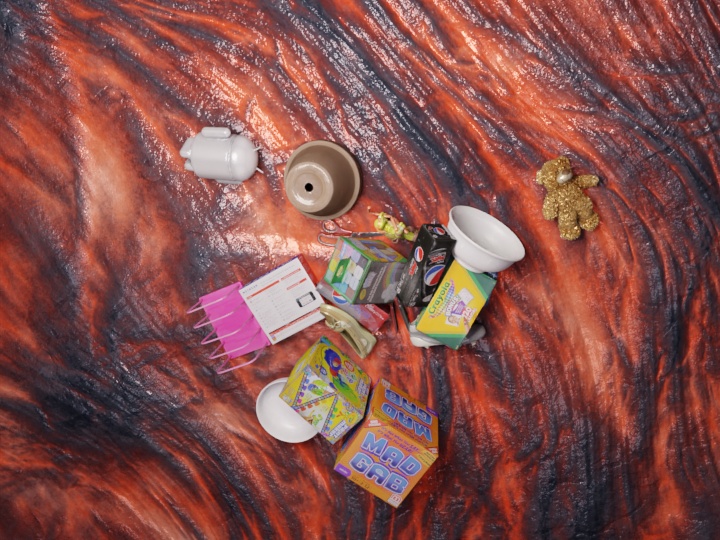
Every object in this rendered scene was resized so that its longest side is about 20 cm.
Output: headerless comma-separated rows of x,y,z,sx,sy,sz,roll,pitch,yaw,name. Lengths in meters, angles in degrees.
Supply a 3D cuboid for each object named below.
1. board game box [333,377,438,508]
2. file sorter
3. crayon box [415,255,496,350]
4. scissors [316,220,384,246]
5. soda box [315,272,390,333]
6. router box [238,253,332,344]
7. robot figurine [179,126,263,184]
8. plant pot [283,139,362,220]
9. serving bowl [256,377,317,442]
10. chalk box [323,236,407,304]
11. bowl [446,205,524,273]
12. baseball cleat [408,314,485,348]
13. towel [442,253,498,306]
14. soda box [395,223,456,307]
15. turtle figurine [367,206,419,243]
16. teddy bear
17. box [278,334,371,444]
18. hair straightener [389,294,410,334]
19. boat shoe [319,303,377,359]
0.075,0.462,1.386,0.199,0.200,0.201,32,109,-2,board game box
-0.364,0.160,1.397,0.138,0.126,0.201,-20,103,14,file sorter
0.233,0.080,1.259,0.118,0.058,0.201,27,102,-1,crayon box
-0.016,-0.086,1.332,0.198,0.014,0.074,11,106,4,scissors
-0.018,0.074,1.350,0.199,0.063,0.070,37,107,-6,soda box
-0.200,0.079,1.388,0.199,0.049,0.180,-27,101,15,router box
-0.341,-0.283,1.264,0.198,0.114,0.170,7,145,6,robot figurine
-0.104,-0.207,1.220,0.198,0.175,0.202,2,107,7,plant pot
-0.198,0.394,1.476,0.198,0.066,0.202,2,107,7,serving bowl
0.000,0.000,1.241,0.124,0.199,0.125,39,114,38,chalk box
0.280,-0.059,1.210,0.200,0.201,0.091,28,124,-1,bowl
0.225,0.148,1.326,0.198,0.070,0.107,-11,115,4,baseball cleat
0.244,0.017,1.305,0.198,0.049,0.113,17,107,2,towel
0.151,-0.009,1.200,0.063,0.071,0.201,-1,128,-27,soda box
0.098,-0.094,1.235,0.160,0.200,0.065,16,100,-21,turtle figurine
0.495,-0.169,1.202,0.144,0.067,0.202,-10,106,9,teddy bear
-0.088,0.313,1.364,0.193,0.200,0.122,43,107,-7,box
0.111,0.069,1.351,0.076,0.041,0.202,-9,101,11,hair straightener
-0.039,0.159,1.345,0.201,0.073,0.063,44,68,-32,boat shoe
